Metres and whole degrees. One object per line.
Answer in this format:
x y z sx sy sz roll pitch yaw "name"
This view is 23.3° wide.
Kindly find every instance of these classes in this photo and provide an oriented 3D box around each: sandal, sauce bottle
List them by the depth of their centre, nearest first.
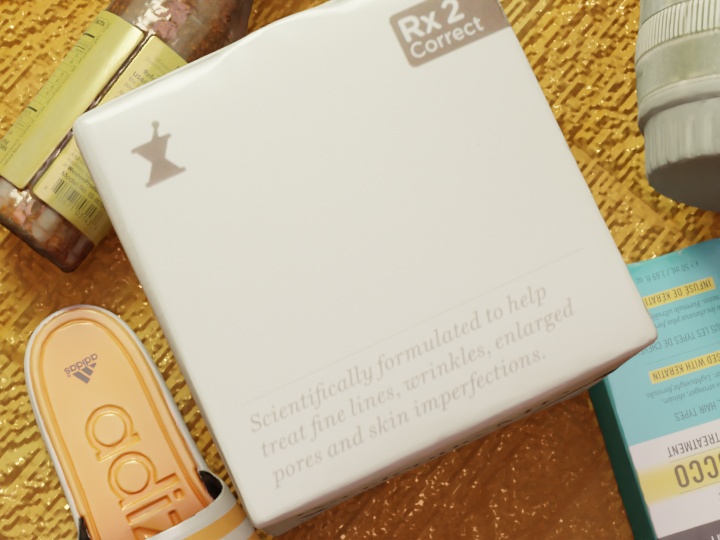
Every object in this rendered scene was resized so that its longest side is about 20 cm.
-0.094 0.109 0.764 0.079 0.059 0.208 -30 83 -5 "sandal"
-0.095 -0.094 0.793 0.066 0.066 0.200 38 83 5 "sauce bottle"

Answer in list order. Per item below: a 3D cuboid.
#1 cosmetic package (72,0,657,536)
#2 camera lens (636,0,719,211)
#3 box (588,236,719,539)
0.000 0.000 0.712 0.164 0.200 0.166 -25 82 -4 "cosmetic package"
0.201 -0.133 0.747 0.158 0.160 0.202 6 82 0 "camera lens"
0.159 0.092 0.776 0.082 0.049 0.202 -17 82 -3 "box"
